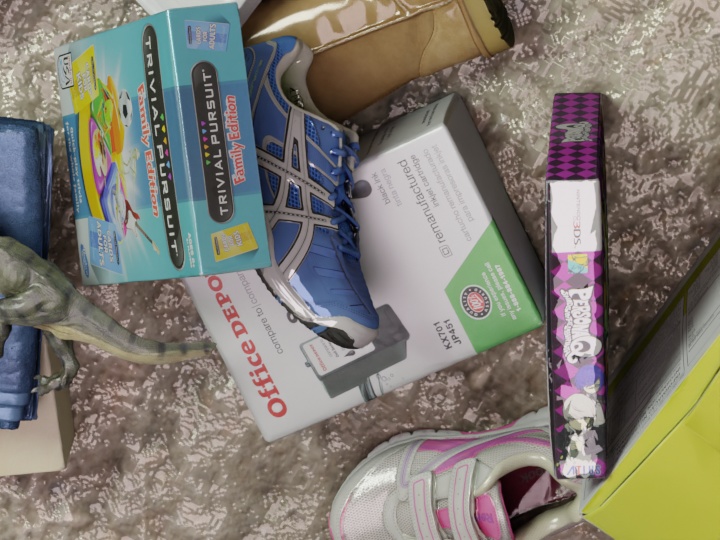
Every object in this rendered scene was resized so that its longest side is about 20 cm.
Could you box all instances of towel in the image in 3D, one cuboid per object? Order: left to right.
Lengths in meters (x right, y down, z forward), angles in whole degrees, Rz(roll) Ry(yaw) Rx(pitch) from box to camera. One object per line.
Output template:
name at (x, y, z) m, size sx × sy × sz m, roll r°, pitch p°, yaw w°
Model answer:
towel at (-0.250, -0.002, 1.653) m, size 0.111 × 0.049 × 0.201 m, roll 5°, pitch 108°, yaw -2°

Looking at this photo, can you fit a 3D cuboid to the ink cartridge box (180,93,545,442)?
ink cartridge box at (0.000, 0.000, 1.673) m, size 0.199 × 0.083 × 0.147 m, roll -25°, pitch 102°, yaw 15°

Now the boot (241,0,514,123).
boot at (-0.027, -0.170, 1.632) m, size 0.199 × 0.066 × 0.176 m, roll -21°, pitch 103°, yaw 15°

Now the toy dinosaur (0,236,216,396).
toy dinosaur at (-0.194, 0.030, 1.608) m, size 0.199 × 0.048 × 0.088 m, roll 31°, pitch 113°, yaw -4°

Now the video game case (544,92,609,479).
video game case at (0.131, 0.005, 1.596) m, size 0.036 × 0.200 × 0.182 m, roll -1°, pitch 107°, yaw 6°

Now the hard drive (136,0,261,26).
hard drive at (-0.078, -0.244, 1.608) m, size 0.132 × 0.027 × 0.200 m, roll 46°, pitch 111°, yaw 20°

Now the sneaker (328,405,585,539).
sneaker at (0.070, 0.144, 1.707) m, size 0.199 × 0.088 × 0.082 m, roll -20°, pitch 104°, yaw 14°

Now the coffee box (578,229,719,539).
coffee box at (0.270, 0.092, 1.605) m, size 0.199 × 0.198 × 0.200 m, roll 34°, pitch 109°, yaw -4°

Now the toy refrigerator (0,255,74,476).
toy refrigerator at (-0.237, 0.027, 1.724) m, size 0.075 × 0.070 × 0.201 m, roll -6°, pitch 108°, yaw 2°

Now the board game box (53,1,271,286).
board game box at (-0.121, -0.070, 1.580) m, size 0.047 × 0.200 × 0.152 m, roll -8°, pitch 91°, yaw -25°

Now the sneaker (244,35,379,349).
sneaker at (-0.034, -0.048, 1.580) m, size 0.077 × 0.076 × 0.201 m, roll -29°, pitch 78°, yaw 18°
